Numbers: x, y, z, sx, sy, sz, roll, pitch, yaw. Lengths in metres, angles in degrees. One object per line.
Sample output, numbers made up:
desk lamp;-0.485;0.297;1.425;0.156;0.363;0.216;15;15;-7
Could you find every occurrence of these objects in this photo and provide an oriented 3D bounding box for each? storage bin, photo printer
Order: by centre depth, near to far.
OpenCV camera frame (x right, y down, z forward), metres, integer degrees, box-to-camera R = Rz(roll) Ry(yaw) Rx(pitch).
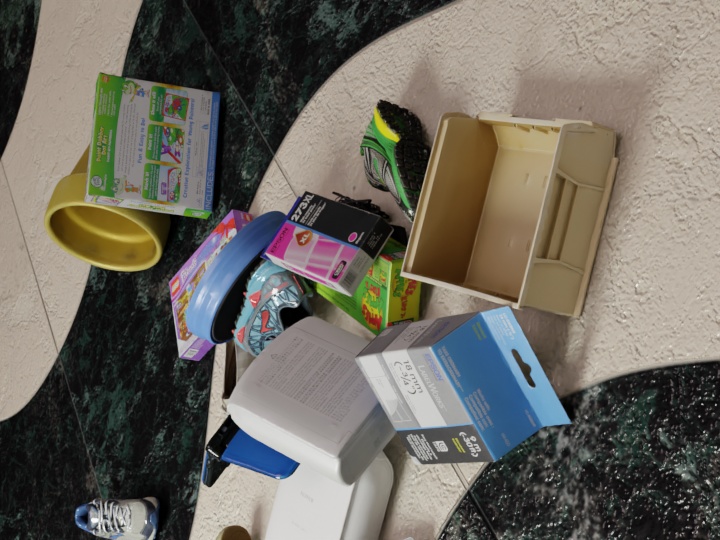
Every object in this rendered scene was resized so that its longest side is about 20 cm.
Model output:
storage bin;0.158;-0.067;1.328;0.199;0.093;0.202;15;92;55
photo printer;-0.047;0.144;1.454;0.198;0.070;0.167;21;56;35
photo printer;-0.039;0.285;1.507;0.166;0.069;0.203;20;95;55

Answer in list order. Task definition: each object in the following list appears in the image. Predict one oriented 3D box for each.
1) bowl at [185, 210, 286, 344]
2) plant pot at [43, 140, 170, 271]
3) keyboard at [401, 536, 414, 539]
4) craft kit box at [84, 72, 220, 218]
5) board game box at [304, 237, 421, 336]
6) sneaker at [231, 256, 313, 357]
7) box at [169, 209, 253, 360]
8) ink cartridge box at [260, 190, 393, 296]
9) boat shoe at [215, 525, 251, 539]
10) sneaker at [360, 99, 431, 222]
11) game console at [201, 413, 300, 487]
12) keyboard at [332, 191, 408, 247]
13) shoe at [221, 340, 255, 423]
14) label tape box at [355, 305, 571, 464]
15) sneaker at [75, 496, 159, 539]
bowl;-0.150;0.013;1.663;0.039;0.200;0.202;37;114;15
plant pot;-0.398;-0.131;2.052;0.200;0.199;0.191;-26;44;47
keyboard;-0.017;0.358;1.419;0.198;0.011;0.057;-23;79;20
craft kit box;-0.322;-0.193;1.948;0.048;0.195;0.203;147;129;-64
board game box;0.000;0.000;1.533;0.199;0.047;0.103;34;127;51
sneaker;-0.110;0.067;1.645;0.095;0.079;0.201;42;148;19
box;-0.216;0.024;1.864;0.200;0.039;0.138;-44;47;38
ink cartridge box;-0.051;-0.039;1.508;0.199;0.037;0.095;21;75;52
boat shoe;-0.183;0.440;1.654;0.062;0.073;0.203;-10;72;49
sneaker;0.051;-0.119;1.522;0.086;0.077;0.201;-62;29;31
game console;-0.095;0.191;1.566;0.201;0.117;0.172;-52;-12;-32
keyboard;0.011;-0.044;1.588;0.199;0.039;0.106;15;111;56
shoe;-0.174;0.161;1.748;0.069;0.053;0.203;-10;71;53
label tape box;0.102;0.124;1.304;0.199;0.063;0.145;-14;110;52
sneaker;-0.380;0.388;1.935;0.199;0.084;0.078;-17;66;50
